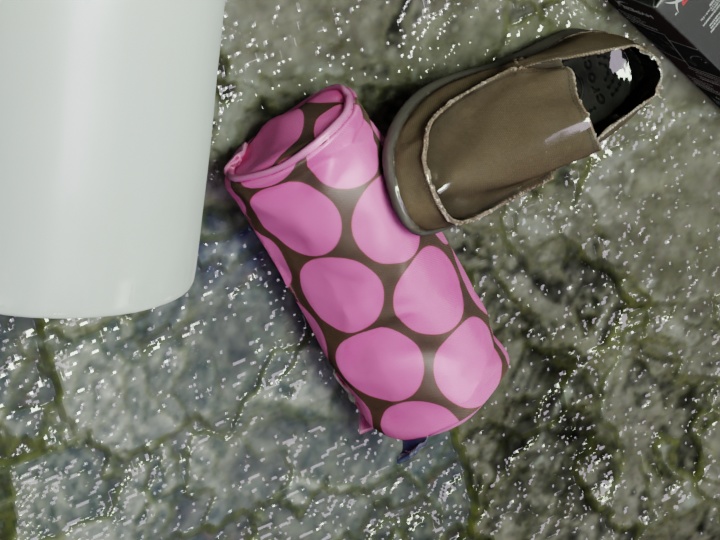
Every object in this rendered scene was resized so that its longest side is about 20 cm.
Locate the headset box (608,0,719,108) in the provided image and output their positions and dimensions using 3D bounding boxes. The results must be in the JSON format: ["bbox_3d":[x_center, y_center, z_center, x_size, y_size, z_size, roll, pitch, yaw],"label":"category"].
[{"bbox_3d":[0.252,-0.155,1.542,0.200,0.077,0.149,38,88,-31],"label":"headset box"}]

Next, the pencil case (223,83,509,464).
[{"bbox_3d":[0.000,0.000,1.464,0.093,0.091,0.201,-15,119,27],"label":"pencil case"}]

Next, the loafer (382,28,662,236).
[{"bbox_3d":[0.089,-0.083,1.451,0.200,0.071,0.073,-37,110,-38],"label":"loafer"}]

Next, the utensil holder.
[{"bbox_3d":[-0.147,-0.096,1.310,0.169,0.170,0.201,-4,109,-25],"label":"utensil holder"}]
